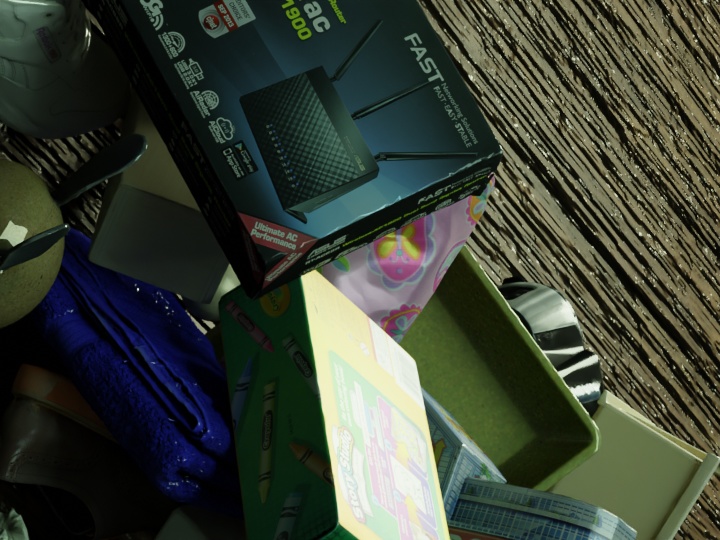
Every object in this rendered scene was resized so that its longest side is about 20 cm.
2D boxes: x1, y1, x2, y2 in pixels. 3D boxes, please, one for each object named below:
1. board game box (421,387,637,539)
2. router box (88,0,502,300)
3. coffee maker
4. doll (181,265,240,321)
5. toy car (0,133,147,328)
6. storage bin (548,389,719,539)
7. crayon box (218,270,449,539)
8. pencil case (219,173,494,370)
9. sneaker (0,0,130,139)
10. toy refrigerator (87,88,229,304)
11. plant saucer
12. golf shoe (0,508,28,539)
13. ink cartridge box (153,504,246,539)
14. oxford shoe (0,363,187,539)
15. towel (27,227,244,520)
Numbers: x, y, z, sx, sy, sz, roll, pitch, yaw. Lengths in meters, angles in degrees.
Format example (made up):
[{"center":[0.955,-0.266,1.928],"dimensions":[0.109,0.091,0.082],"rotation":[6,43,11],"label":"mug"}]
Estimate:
[{"center":[0.048,0.169,1.551],"dimensions":[0.062,0.199,0.201],"rotation":[42,62,-49],"label":"board game box"},{"center":[-0.036,-0.105,1.456],"dimensions":[0.149,0.062,0.201],"rotation":[-26,78,-18],"label":"router box"},{"center":[0.065,0.110,1.801],"dimensions":[0.199,0.134,0.194],"rotation":[-8,113,-56],"label":"coffee maker"},{"center":[-0.074,-0.054,1.636],"dimensions":[0.136,0.048,0.201],"rotation":[25,48,-19],"label":"doll"},{"center":[-0.207,-0.028,1.335],"dimensions":[0.164,0.199,0.159],"rotation":[-53,125,-48],"label":"toy car"},{"center":[0.171,0.202,1.827],"dimensions":[0.201,0.093,0.198],"rotation":[-59,159,0],"label":"storage bin"},{"center":[-0.012,0.102,1.444],"dimensions":[0.119,0.058,0.201],"rotation":[43,25,-38],"label":"crayon box"},{"center":[0.000,0.000,1.602],"dimensions":[0.087,0.087,0.201],"rotation":[42,75,-43],"label":"pencil case"},{"center":[-0.181,-0.134,1.493],"dimensions":[0.200,0.099,0.075],"rotation":[34,48,-49],"label":"sneaker"},{"center":[-0.098,-0.077,1.550],"dimensions":[0.075,0.070,0.201],"rotation":[20,40,-10],"label":"toy refrigerator"},{"center":[0.012,0.086,1.654],"dimensions":[0.201,0.199,0.048],"rotation":[54,-9,3],"label":"plant saucer"},{"center":[-0.221,0.218,1.387],"dimensions":[0.098,0.078,0.201],"rotation":[70,36,-46],"label":"golf shoe"},{"center":[-0.054,0.242,1.468],"dimensions":[0.200,0.147,0.083],"rotation":[44,22,29],"label":"ink cartridge box"},{"center":[-0.138,0.124,1.538],"dimensions":[0.200,0.071,0.073],"rotation":[36,73,-42],"label":"oxford shoe"},{"center":[-0.107,0.056,1.499],"dimensions":[0.147,0.050,0.200],"rotation":[22,22,-52],"label":"towel"}]
